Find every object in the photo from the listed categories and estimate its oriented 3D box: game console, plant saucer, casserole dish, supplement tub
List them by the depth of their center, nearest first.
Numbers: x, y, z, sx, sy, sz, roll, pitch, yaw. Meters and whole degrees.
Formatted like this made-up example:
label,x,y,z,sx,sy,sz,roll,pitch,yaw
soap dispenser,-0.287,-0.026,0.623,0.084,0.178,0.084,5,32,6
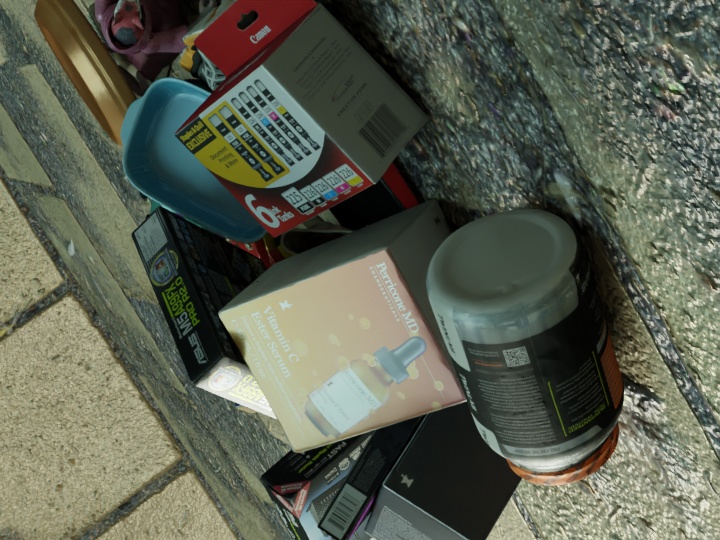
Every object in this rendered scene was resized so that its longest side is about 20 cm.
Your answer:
label,x,y,z,sx,sy,sz,roll,pitch,yaw
supplement tub,0.132,0.063,1.158,0.122,0.122,0.201,35,154,48
game console,-0.016,-0.104,1.416,0.177,0.031,0.200,52,165,-13
casserole dish,-0.143,-0.108,1.476,0.199,0.122,0.039,27,-166,17
plant saucer,-0.278,-0.205,1.563,0.201,0.037,0.200,55,171,13

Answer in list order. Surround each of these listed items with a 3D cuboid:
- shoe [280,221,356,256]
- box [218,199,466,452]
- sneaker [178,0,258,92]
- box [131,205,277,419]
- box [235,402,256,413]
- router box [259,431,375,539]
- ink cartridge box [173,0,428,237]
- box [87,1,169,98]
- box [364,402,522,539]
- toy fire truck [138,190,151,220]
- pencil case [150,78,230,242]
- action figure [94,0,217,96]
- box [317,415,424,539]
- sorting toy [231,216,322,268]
label,x,y,z,sx,sy,sz,roll,pitch,yaw
shoe,0.000,0.000,1.438,0.199,0.070,0.053,23,178,43
box,0.003,0.051,1.338,0.199,0.106,0.153,-22,102,35
sneaker,-0.118,-0.207,1.421,0.077,0.078,0.200,48,171,-2
box,-0.125,0.045,1.452,0.160,0.044,0.201,30,-155,-48
box,-0.039,0.068,1.501,0.199,0.122,0.032,-14,154,37
router box,-0.002,0.235,1.720,0.062,0.200,0.151,27,150,47
ink cartridge box,-0.069,-0.136,1.268,0.176,0.084,0.200,45,152,-11
box,-0.266,-0.252,1.735,0.082,0.068,0.200,53,163,5
box,0.092,0.195,1.441,0.107,0.149,0.200,32,160,8
toy fire truck,-0.224,-0.116,1.802,0.200,0.127,0.178,-96,-6,-80
pencil case,-0.177,-0.100,1.625,0.085,0.091,0.201,-83,1,-57
action figure,-0.231,-0.250,1.494,0.134,0.149,0.200,39,-167,-9
box,0.024,0.179,1.480,0.036,0.144,0.200,32,-173,8
sorting toy,-0.069,0.012,1.704,0.199,0.069,0.201,43,159,35
